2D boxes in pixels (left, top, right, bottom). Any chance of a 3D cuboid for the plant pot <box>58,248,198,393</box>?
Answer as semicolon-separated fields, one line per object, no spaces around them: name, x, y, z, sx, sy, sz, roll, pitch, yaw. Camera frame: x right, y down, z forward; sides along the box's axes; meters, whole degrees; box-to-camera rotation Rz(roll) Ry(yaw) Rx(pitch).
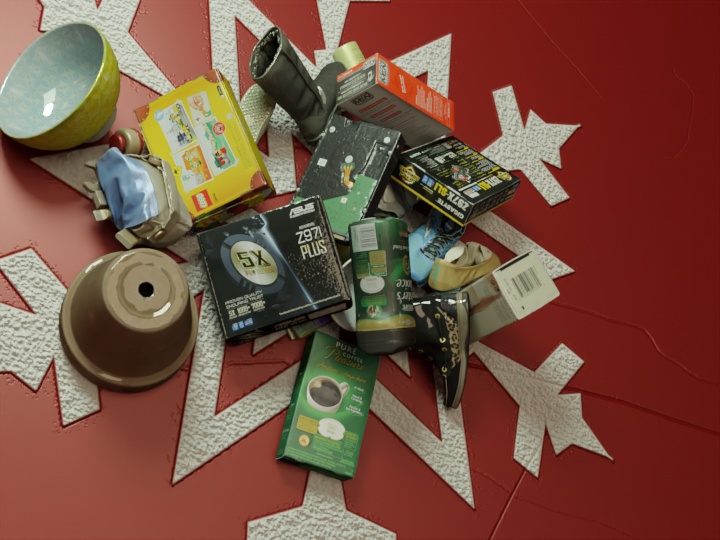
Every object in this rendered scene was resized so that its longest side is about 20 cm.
plant pot;-0.308;0.054;1.165;0.196;0.174;0.204;7;70;-21

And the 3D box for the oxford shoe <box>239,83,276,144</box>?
oxford shoe;-0.201;-0.213;1.377;0.075;0.058;0.202;33;76;-8

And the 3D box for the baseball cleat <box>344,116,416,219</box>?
baseball cleat;0.012;-0.170;1.446;0.200;0.070;0.107;43;59;-4

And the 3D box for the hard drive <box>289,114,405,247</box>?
hard drive;-0.025;-0.146;1.376;0.138;0.038;0.203;17;75;25

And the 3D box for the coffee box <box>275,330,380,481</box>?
coffee box;-0.047;0.207;1.302;0.121;0.044;0.203;20;65;-17

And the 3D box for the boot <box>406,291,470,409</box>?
boot;0.101;0.125;1.368;0.147;0.204;0.073;3;26;5

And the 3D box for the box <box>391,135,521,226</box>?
box;0.166;-0.159;1.452;0.159;0.050;0.199;37;34;18

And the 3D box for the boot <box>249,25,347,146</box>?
boot;-0.099;-0.326;1.393;0.200;0.071;0.185;44;49;-45

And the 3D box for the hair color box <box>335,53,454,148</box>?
hair color box;0.062;-0.285;1.446;0.198;0.100;0.062;21;62;-41

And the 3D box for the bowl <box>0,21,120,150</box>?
bowl;-0.422;-0.250;1.245;0.108;0.197;0.204;46;48;-53

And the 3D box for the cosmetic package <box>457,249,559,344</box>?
cosmetic package;0.218;0.052;1.388;0.102;0.200;0.088;-27;83;-31

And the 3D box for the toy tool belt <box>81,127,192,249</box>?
toy tool belt;-0.336;-0.121;1.218;0.122;0.124;0.202;-11;67;-56

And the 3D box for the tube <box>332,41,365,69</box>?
tube;0.018;-0.308;1.513;0.057;0.052;0.203;-27;89;-1

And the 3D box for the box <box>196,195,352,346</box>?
box;-0.127;0.002;1.273;0.196;0.086;0.167;-17;78;-3

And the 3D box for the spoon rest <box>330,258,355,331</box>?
spoon rest;0.000;0.000;1.358;0.098;0.060;0.203;27;62;-26

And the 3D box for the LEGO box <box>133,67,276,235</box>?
LEGO box;-0.237;-0.180;1.298;0.147;0.077;0.203;-24;82;4

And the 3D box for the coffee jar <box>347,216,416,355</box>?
coffee jar;0.034;0.025;1.274;0.084;0.104;0.205;-5;87;19

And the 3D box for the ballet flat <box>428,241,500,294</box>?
ballet flat;0.185;-0.015;1.438;0.199;0.068;0.064;-25;123;-51

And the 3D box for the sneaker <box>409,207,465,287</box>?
sneaker;0.130;-0.061;1.449;0.078;0.090;0.201;37;61;-8

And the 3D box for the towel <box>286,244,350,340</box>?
towel;-0.060;0.011;1.378;0.198;0.023;0.145;-26;85;-29
